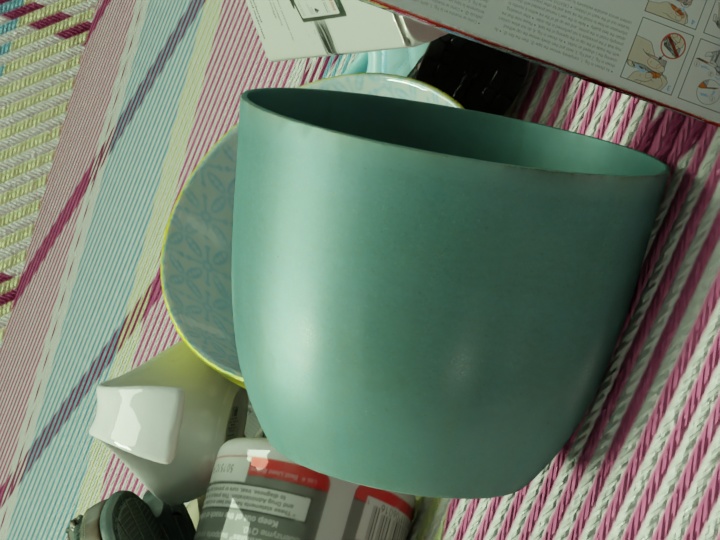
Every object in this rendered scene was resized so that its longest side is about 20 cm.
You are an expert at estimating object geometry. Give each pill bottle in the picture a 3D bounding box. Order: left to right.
[{"bbox_3d":[-0.048,0.201,1.365,0.114,0.114,0.200,150,138,-69],"label":"pill bottle"}]

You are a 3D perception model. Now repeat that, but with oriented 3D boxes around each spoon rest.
[{"bbox_3d":[-0.106,0.081,1.395,0.200,0.061,0.099,30,-110,-81],"label":"spoon rest"}]

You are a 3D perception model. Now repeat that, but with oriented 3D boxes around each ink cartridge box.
[{"bbox_3d":[0.032,-0.182,1.414,0.200,0.146,0.084,4,117,66],"label":"ink cartridge box"},{"bbox_3d":[0.074,-0.144,1.172,0.176,0.200,0.084,-133,63,-74],"label":"ink cartridge box"}]

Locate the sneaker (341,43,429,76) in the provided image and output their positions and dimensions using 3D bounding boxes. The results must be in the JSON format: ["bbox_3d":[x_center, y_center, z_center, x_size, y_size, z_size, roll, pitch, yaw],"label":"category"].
[{"bbox_3d":[0.036,-0.167,1.601,0.074,0.082,0.200,-100,32,-62],"label":"sneaker"}]

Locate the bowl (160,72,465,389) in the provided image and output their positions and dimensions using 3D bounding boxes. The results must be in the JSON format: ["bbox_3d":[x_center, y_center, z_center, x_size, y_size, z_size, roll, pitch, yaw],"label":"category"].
[{"bbox_3d":[0.000,0.000,1.413,0.108,0.200,0.200,52,-136,-53],"label":"bowl"}]

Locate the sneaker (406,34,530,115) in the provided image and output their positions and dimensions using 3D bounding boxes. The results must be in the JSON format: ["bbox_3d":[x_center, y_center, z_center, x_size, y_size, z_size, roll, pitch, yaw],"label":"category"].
[{"bbox_3d":[0.044,-0.082,1.505,0.200,0.076,0.088,-53,6,27],"label":"sneaker"}]

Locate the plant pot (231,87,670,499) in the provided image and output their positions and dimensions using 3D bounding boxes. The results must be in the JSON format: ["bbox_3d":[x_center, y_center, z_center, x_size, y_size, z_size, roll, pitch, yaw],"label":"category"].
[{"bbox_3d":[0.030,0.013,1.168,0.201,0.200,0.161,-132,52,-75],"label":"plant pot"}]

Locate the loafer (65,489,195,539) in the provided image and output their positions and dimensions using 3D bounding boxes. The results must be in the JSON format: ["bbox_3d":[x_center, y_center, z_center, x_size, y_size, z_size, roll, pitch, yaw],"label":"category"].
[{"bbox_3d":[-0.136,0.163,1.414,0.200,0.063,0.072,9,-122,-83],"label":"loafer"}]

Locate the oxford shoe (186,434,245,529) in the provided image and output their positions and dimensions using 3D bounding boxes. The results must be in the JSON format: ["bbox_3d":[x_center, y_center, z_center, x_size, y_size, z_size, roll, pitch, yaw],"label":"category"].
[{"bbox_3d":[-0.100,0.175,1.555,0.071,0.074,0.200,-74,-10,-52],"label":"oxford shoe"}]

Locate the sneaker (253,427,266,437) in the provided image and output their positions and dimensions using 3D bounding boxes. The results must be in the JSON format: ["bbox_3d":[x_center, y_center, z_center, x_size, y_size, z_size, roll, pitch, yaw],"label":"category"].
[{"bbox_3d":[-0.018,0.086,1.491,0.085,0.077,0.200,-48,26,48],"label":"sneaker"}]

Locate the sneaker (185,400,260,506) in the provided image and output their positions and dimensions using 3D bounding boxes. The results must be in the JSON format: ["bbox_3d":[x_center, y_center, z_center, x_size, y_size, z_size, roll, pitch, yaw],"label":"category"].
[{"bbox_3d":[-0.070,0.102,1.678,0.118,0.074,0.201,93,-161,-56],"label":"sneaker"}]
